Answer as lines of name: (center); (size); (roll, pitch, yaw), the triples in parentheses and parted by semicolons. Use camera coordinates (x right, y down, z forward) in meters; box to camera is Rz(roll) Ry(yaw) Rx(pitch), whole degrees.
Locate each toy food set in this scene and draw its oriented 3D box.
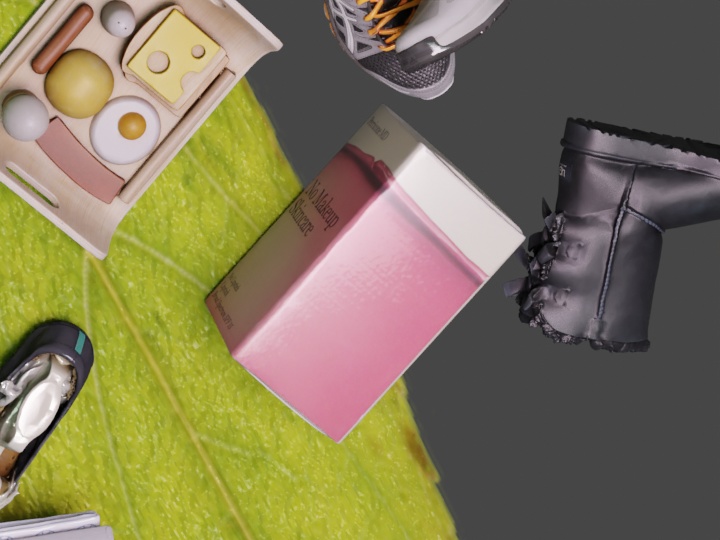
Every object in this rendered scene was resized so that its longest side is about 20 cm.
toy food set: (-0.168, -0.126, 1.507); (0.143, 0.060, 0.200); (39, 96, -22)

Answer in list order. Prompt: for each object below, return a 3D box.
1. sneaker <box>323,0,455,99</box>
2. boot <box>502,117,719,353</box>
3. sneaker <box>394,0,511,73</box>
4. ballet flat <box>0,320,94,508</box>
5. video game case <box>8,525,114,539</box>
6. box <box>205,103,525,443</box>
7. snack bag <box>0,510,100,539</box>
sneaker: (0.007, -0.200, 1.517); (0.078, 0.077, 0.200); (-35, 114, -2)
boot: (0.215, -0.018, 1.631); (0.197, 0.073, 0.164); (10, 103, -10)
sneaker: (0.058, -0.228, 1.492); (0.116, 0.075, 0.201); (50, 52, -16)
ballet flat: (-0.259, 0.123, 1.563); (0.073, 0.073, 0.200); (35, 97, -21)
video game case: (-0.271, 0.269, 1.584); (0.199, 0.022, 0.183); (-8, 129, -10)
box: (0.000, 0.000, 1.553); (0.109, 0.128, 0.200); (40, 94, -21)
snack bag: (-0.286, 0.255, 1.596); (0.199, 0.021, 0.189); (-4, 127, -12)
